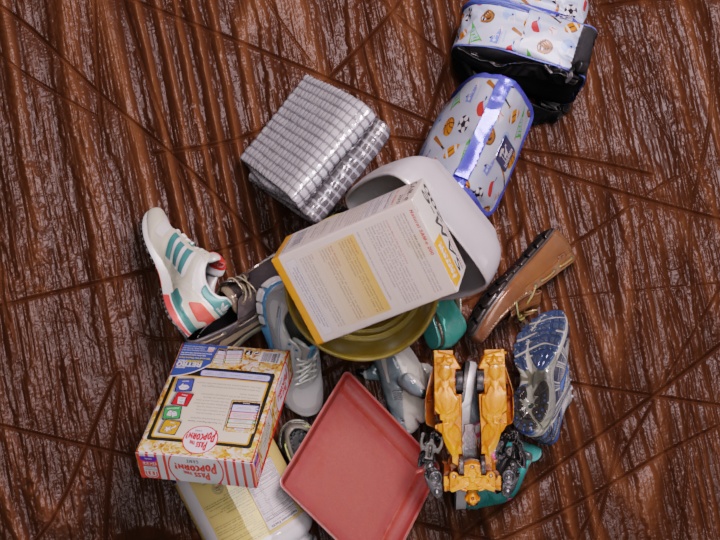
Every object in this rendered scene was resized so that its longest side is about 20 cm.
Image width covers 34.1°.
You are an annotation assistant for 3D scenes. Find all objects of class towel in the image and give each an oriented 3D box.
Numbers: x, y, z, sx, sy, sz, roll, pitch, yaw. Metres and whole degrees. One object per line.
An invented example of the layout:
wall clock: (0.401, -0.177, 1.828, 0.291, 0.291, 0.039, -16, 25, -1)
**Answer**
towel: (-0.062, -0.159, 1.574, 0.085, 0.200, 0.166, 41, 87, -32)

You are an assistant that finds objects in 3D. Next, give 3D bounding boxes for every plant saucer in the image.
plant saucer: (-0.005, 0.273, 1.551, 0.200, 0.037, 0.201, 46, 50, -15)

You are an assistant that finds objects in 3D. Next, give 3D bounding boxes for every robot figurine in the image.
robot figurine: (0.145, 0.206, 1.543, 0.142, 0.058, 0.204, 0, 85, 2)

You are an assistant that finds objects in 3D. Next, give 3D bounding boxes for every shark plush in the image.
shark plush: (0.026, 0.130, 1.613, 0.083, 0.091, 0.200, -41, 96, 23)

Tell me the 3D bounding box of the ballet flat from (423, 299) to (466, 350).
ballet flat: (0.096, 0.010, 1.638, 0.070, 0.067, 0.203, -19, 86, -31)

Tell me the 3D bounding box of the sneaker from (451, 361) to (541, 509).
sneaker: (0.188, 0.228, 1.606, 0.118, 0.084, 0.204, 2, 92, -1)

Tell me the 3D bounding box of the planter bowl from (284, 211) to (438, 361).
planter bowl: (0.003, 0.008, 1.513, 0.197, 0.084, 0.204, 0, 110, 1)

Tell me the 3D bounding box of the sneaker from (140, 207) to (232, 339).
sneaker: (-0.228, -0.010, 1.567, 0.092, 0.071, 0.202, -25, 58, 3)

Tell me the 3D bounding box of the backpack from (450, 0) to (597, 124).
backpack: (0.222, -0.312, 1.619, 0.187, 0.200, 0.157, 10, 78, 2)

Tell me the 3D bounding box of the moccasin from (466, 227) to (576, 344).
moccasin: (0.226, 0.032, 1.636, 0.078, 0.074, 0.201, 48, 65, -6)

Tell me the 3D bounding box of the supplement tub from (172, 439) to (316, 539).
supplement tub: (-0.150, 0.306, 1.536, 0.144, 0.145, 0.202, -28, 88, -8)

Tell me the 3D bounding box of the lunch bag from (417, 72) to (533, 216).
lunch bag: (0.150, -0.162, 1.584, 0.122, 0.200, 0.172, 25, 82, -2)

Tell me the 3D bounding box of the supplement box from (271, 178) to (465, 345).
supplement box: (0.011, -0.009, 1.406, 0.198, 0.074, 0.127, -21, 108, 22)

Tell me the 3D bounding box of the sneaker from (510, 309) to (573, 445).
sneaker: (0.257, 0.150, 1.624, 0.085, 0.076, 0.202, 47, 49, -39)

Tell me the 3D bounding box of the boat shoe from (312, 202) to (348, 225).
boat shoe: (0.000, 0.000, 1.618, 0.075, 0.074, 0.202, -32, 71, 6)

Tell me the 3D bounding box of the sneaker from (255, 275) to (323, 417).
sneaker: (-0.084, 0.112, 1.564, 0.074, 0.086, 0.203, -26, 114, -26)

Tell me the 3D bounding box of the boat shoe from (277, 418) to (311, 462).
boat shoe: (-0.040, 0.289, 1.591, 0.072, 0.060, 0.202, -39, 89, -8)

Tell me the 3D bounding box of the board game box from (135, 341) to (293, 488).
board game box: (-0.180, 0.177, 1.475, 0.149, 0.201, 0.047, 4, 129, 11)

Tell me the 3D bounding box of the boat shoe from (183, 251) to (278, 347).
boat shoe: (-0.159, 0.047, 1.585, 0.074, 0.073, 0.200, 39, 81, 27)

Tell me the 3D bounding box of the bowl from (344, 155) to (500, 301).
bowl: (0.088, -0.062, 1.505, 0.075, 0.200, 0.200, -45, 101, -20)
